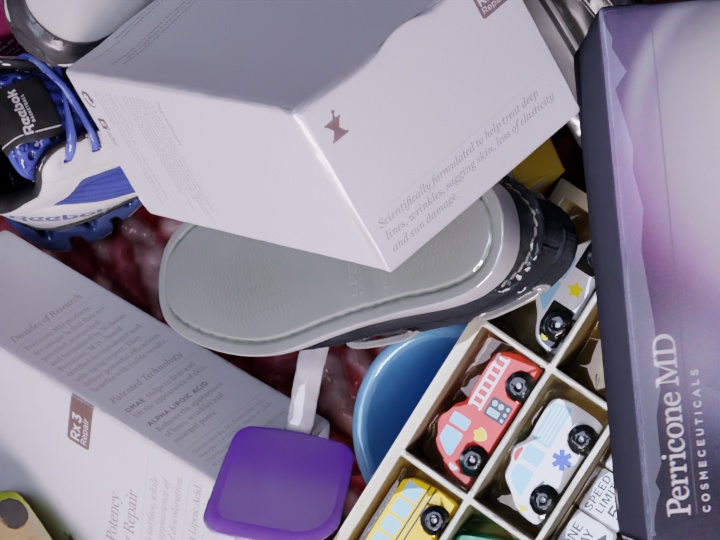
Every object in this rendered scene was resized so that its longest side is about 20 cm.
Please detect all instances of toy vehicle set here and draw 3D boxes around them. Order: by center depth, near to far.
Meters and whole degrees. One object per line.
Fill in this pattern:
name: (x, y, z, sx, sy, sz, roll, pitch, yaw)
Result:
toy vehicle set: (0.082, 0.080, 1.125, 0.124, 0.027, 0.201, 33, 92, 18)

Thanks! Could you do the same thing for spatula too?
spatula: (-0.019, 0.034, 1.183, 0.056, 0.021, 0.201, 10, 59, 6)

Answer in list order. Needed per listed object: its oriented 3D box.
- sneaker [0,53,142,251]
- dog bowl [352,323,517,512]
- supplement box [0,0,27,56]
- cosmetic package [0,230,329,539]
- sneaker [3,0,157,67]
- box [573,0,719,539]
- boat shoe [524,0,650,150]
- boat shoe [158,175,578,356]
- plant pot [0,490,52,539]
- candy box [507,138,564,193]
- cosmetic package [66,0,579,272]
sneaker: (-0.107, -0.072, 1.230, 0.199, 0.115, 0.081, -32, 76, 20)
dog bowl: (0.067, 0.106, 1.175, 0.111, 0.050, 0.201, -33, 75, 23)
supplement box: (-0.206, -0.144, 1.237, 0.103, 0.200, 0.131, -33, 75, 23)
cosmetic package: (-0.113, 0.076, 1.239, 0.199, 0.074, 0.102, 27, 131, 25)
sneaker: (-0.082, -0.174, 1.175, 0.074, 0.080, 0.200, 39, 77, -6)
box: (0.189, -0.002, 1.031, 0.197, 0.123, 0.201, -6, 86, 1)
boat shoe: (0.081, -0.145, 1.143, 0.063, 0.071, 0.201, -26, 104, 17)
boat shoe: (0.000, 0.000, 1.143, 0.199, 0.060, 0.076, -2, 83, 42)
plant pot: (-0.198, 0.221, 1.202, 0.200, 0.199, 0.182, 54, 131, 15)
candy box: (0.026, -0.113, 1.181, 0.026, 0.102, 0.201, -17, 78, -19)
cosmetic package: (-0.020, -0.073, 1.102, 0.200, 0.113, 0.081, 19, 143, 57)
